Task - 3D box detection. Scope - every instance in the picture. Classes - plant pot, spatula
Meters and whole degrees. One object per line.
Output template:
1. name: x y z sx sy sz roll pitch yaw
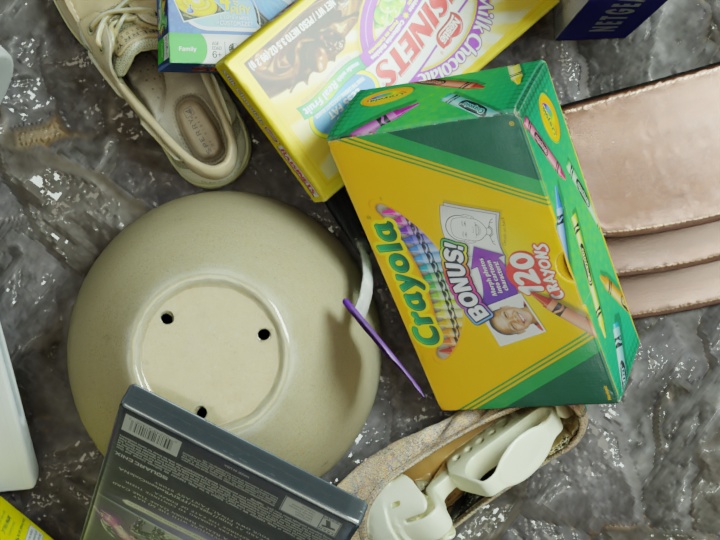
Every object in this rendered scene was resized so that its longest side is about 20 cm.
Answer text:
1. plant pot: -0.084 0.049 0.909 0.198 0.134 0.203 0 88 0
2. spatula: 0.000 0.000 0.903 0.020 0.201 0.057 -29 131 11

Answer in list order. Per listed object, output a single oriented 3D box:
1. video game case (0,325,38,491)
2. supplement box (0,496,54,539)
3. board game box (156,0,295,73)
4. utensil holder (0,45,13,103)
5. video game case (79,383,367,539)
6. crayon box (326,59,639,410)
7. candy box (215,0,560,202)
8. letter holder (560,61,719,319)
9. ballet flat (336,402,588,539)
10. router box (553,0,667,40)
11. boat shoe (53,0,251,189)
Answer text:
1. video game case: -0.305 0.068 0.906 0.198 0.024 0.183 -5 127 -1
2. supplement box: -0.197 0.227 0.899 0.200 0.110 0.109 42 88 -8
3. board game box: -0.026 -0.188 0.935 0.198 0.034 0.137 -2 88 -21
4. utensil holder: -0.329 -0.127 0.894 0.200 0.170 0.170 40 88 -1
5. video game case: -0.087 0.152 0.887 0.142 0.201 0.019 27 53 0
6. crayon box: 0.074 -0.014 0.883 0.118 0.058 0.201 -5 124 30
7. candy box: 0.020 -0.142 0.916 0.200 0.026 0.103 -41 107 -15
8. letter holder: 0.223 -0.052 0.935 0.198 0.101 0.144 -15 90 -1
9. ballet flat: 0.054 0.127 0.935 0.199 0.067 0.068 -37 114 -1
10. router box: 0.146 -0.239 0.890 0.048 0.200 0.182 -2 89 -1
11. boat shoe: -0.134 -0.141 0.948 0.072 0.065 0.201 -32 89 -2
